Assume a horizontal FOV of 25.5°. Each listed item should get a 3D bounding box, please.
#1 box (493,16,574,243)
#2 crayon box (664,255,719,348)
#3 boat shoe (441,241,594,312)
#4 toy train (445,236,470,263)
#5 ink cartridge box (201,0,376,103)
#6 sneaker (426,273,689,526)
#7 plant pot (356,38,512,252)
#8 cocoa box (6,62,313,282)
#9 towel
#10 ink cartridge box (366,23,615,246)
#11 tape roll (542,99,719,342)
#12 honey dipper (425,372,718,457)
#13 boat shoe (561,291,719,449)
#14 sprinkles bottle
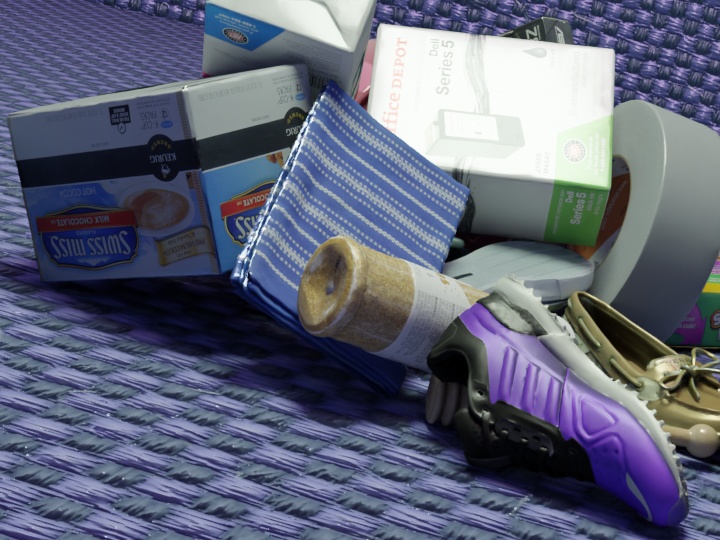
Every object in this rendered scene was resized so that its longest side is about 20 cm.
[{"bbox_3d":[0.138,-0.115,1.490,0.049,0.202,0.160,0,-14,-44],"label":"box"},{"bbox_3d":[0.299,0.021,1.476,0.198,0.059,0.172,3,16,-31],"label":"crayon box"},{"bbox_3d":[0.100,0.024,1.224,0.199,0.063,0.072,-11,33,-39],"label":"boat shoe"},{"bbox_3d":[0.000,0.000,1.278,0.198,0.086,0.114,6,1,-12],"label":"toy train"},{"bbox_3d":[-0.059,-0.158,1.231,0.115,0.068,0.200,19,-25,1],"label":"ink cartridge box"},{"bbox_3d":[0.112,0.098,0.976,0.099,0.070,0.200,-33,53,-12],"label":"sneaker"},{"bbox_3d":[0.043,-0.077,1.429,0.179,0.201,0.199,36,23,26],"label":"plant pot"},{"bbox_3d":[-0.140,-0.069,1.175,0.199,0.133,0.133,-2,12,40],"label":"cocoa box"},{"bbox_3d":[-0.001,-0.025,1.115,0.144,0.201,0.024,36,-39,-18],"label":"towel"},{"bbox_3d":[0.101,-0.110,1.292,0.198,0.084,0.147,6,57,2],"label":"ink cartridge box"},{"bbox_3d":[0.222,-0.035,1.311,0.066,0.202,0.200,19,10,-17],"label":"tape roll"},{"bbox_3d":[0.142,0.100,1.055,0.198,0.038,0.038,12,12,-8],"label":"honey dipper"},{"bbox_3d":[0.207,0.074,1.154,0.073,0.063,0.199,2,16,-37],"label":"boat shoe"},{"bbox_3d":[0.054,0.037,1.071,0.199,0.069,0.068,20,6,-33],"label":"sprinkles bottle"}]
